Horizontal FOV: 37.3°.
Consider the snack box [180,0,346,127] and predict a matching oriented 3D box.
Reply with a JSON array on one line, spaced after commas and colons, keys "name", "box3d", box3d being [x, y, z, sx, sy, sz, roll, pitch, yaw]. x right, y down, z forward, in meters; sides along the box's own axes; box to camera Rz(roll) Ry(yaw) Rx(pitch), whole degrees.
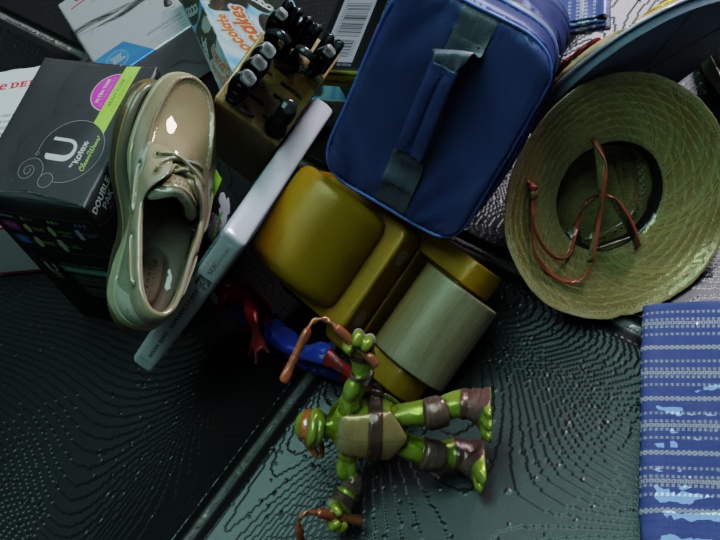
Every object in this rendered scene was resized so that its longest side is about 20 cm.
[{"name": "snack box", "box3d": [-0.101, -0.224, 1.078, 0.114, 0.037, 0.202, -1, 47, -30]}]

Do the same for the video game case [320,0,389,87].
[{"name": "video game case", "box3d": [0.064, -0.248, 0.945, 0.178, 0.026, 0.203, 8, 67, 30]}]

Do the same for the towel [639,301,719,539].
[{"name": "towel", "box3d": [0.277, 0.113, 0.776, 0.142, 0.024, 0.203, -2, 56, 19]}]

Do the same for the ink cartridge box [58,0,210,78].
[{"name": "ink cartridge box", "box3d": [-0.256, -0.271, 1.179, 0.115, 0.067, 0.201, -34, 54, -5]}]

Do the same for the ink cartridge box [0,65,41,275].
[{"name": "ink cartridge box", "box3d": [-0.358, -0.102, 1.093, 0.142, 0.085, 0.203, -5, 58, 15]}]

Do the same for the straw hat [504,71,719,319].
[{"name": "straw hat", "box3d": [0.196, -0.063, 0.876, 0.199, 0.203, 0.085, -32, 13, -5]}]

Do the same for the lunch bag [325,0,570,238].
[{"name": "lunch bag", "box3d": [0.068, -0.136, 0.792, 0.134, 0.202, 0.133, 26, 35, 1]}]

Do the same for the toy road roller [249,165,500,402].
[{"name": "toy road roller", "box3d": [0.000, 0.000, 0.855, 0.199, 0.146, 0.124, 38, 95, 31]}]

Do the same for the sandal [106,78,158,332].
[{"name": "sandal", "box3d": [-0.162, -0.049, 0.857, 0.053, 0.080, 0.205, 7, 94, 23]}]

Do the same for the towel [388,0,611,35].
[{"name": "towel", "box3d": [0.110, -0.234, 0.881, 0.196, 0.024, 0.147, -8, 57, 25]}]

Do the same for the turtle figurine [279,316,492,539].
[{"name": "turtle figurine", "box3d": [0.016, 0.130, 0.806, 0.158, 0.204, 0.065, 4, 17, -1]}]

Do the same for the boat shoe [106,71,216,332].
[{"name": "boat shoe", "box3d": [-0.139, -0.056, 0.793, 0.065, 0.071, 0.204, -17, 59, 58]}]

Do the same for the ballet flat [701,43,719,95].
[{"name": "ballet flat", "box3d": [0.337, -0.170, 0.917, 0.068, 0.070, 0.203, -15, 54, 8]}]

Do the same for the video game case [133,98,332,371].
[{"name": "video game case", "box3d": [-0.104, -0.031, 0.888, 0.023, 0.182, 0.201, 35, 42, -7]}]

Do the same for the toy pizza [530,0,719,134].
[{"name": "toy pizza", "box3d": [0.222, -0.173, 0.878, 0.198, 0.200, 0.032, -28, 76, -1]}]

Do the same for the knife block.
[{"name": "knife block", "box3d": [-0.085, -0.130, 0.864, 0.064, 0.201, 0.176, 36, 32, -7]}]

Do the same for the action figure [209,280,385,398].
[{"name": "action figure", "box3d": [-0.065, 0.060, 0.899, 0.199, 0.065, 0.052, 37, 87, 37]}]

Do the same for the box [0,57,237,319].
[{"name": "box", "box3d": [-0.218, -0.064, 0.949, 0.122, 0.201, 0.151, 8, 60, 23]}]
